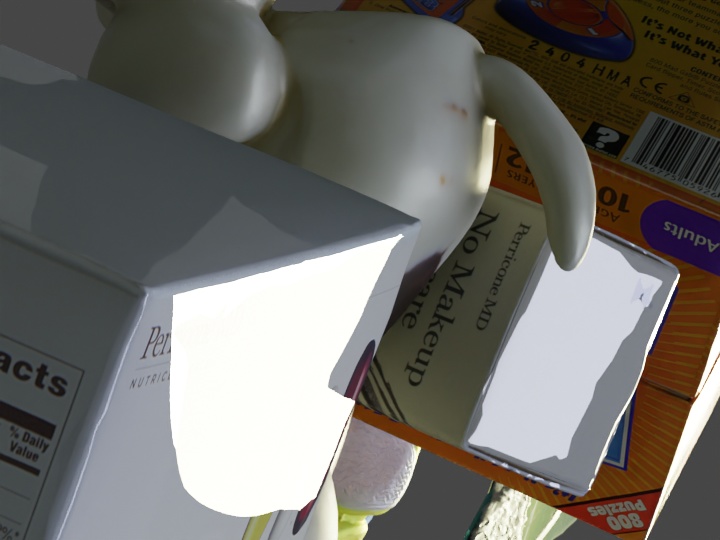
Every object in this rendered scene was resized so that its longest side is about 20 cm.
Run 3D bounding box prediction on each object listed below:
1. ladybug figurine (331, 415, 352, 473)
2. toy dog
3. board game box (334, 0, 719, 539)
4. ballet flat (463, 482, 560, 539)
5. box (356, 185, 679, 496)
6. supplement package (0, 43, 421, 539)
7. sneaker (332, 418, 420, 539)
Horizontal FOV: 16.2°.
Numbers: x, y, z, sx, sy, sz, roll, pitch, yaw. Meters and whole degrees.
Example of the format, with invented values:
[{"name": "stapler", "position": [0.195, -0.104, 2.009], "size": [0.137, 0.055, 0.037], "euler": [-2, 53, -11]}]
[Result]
[{"name": "ladybug figurine", "position": [-0.047, 0.043, 1.007], "size": [0.200, 0.072, 0.136], "euler": [93, 20, -58]}, {"name": "toy dog", "position": [-0.041, 0.019, 0.738], "size": [0.140, 0.193, 0.201], "euler": [68, 37, -85]}, {"name": "board game box", "position": [0.092, -0.042, 1.148], "size": [0.200, 0.200, 0.200], "euler": [-55, 162, -43]}, {"name": "ballet flat", "position": [0.140, 0.163, 2.032], "size": [0.072, 0.072, 0.200], "euler": [52, 60, -76]}, {"name": "box", "position": [0.000, 0.000, 0.830], "size": [0.068, 0.200, 0.082], "euler": [24, 88, -45]}, {"name": "supplement package", "position": [-0.096, 0.016, 0.561], "size": [0.111, 0.155, 0.200], "euler": [-70, 167, 11]}, {"name": "sneaker", "position": [-0.036, 0.126, 1.243], "size": [0.200, 0.076, 0.105], "euler": [-54, 176, -21]}]
